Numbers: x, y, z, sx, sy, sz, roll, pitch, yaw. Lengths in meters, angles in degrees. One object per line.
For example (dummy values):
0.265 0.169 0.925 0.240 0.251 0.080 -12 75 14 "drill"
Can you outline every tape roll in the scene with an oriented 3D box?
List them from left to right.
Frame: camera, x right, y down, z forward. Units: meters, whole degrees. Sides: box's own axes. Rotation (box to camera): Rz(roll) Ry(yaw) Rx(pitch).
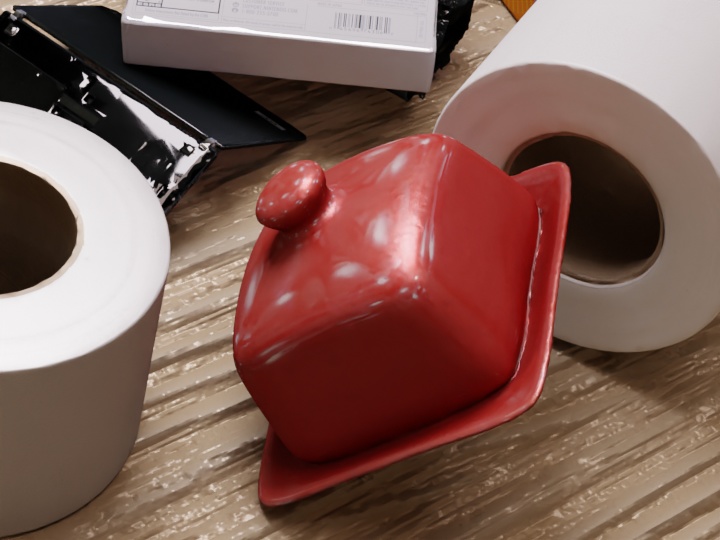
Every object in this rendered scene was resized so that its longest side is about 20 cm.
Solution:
-0.209 0.024 1.162 0.202 0.140 0.203 8 44 -8 "tape roll"
0.160 -0.072 1.304 0.202 0.203 0.139 29 46 13 "tape roll"

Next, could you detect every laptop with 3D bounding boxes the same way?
-0.167 -0.080 1.369 0.177 0.103 0.200 33 73 18 "laptop"

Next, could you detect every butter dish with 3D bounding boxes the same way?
0.000 0.000 1.184 0.148 0.199 0.200 48 36 -30 "butter dish"

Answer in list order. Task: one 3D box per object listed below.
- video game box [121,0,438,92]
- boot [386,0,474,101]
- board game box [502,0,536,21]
-0.047 -0.203 1.406 0.199 0.047 0.183 6 53 0 "video game box"
0.001 -0.208 1.492 0.167 0.077 0.200 20 48 7 "boot"
0.190 -0.309 1.557 0.199 0.200 0.200 -13 51 -27 "board game box"
